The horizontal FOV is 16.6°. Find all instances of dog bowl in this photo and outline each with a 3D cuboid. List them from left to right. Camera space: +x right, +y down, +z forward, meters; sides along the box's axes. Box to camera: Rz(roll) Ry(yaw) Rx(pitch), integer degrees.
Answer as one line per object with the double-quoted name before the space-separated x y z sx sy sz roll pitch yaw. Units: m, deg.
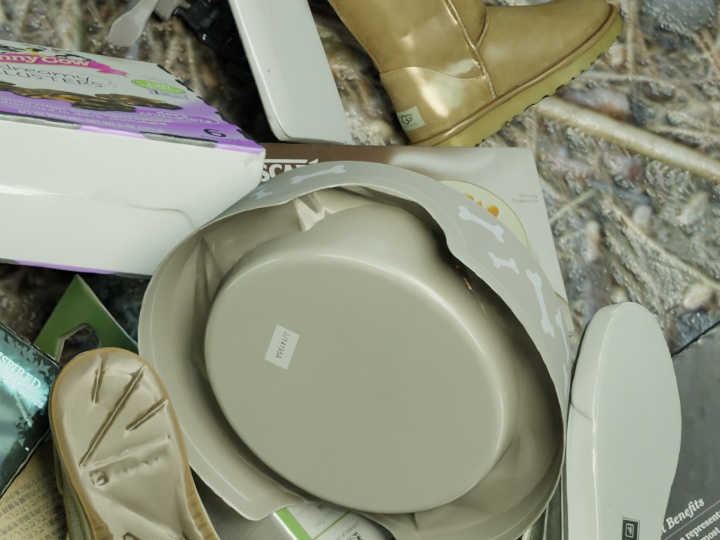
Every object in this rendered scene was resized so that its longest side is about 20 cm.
"dog bowl" 0.003 0.040 1.098 0.200 0.200 0.059 36 40 -3

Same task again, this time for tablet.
"tablet" -0.054 -0.163 1.331 0.130 0.014 0.201 -2 74 -74

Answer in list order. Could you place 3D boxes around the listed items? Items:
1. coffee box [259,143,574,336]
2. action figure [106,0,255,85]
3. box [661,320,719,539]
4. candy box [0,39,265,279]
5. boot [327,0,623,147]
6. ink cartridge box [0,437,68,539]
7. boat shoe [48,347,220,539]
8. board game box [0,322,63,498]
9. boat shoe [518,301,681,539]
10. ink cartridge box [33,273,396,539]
"coffee box" 0.000 0.000 1.308 0.199 0.080 0.115 1 63 -24
"action figure" -0.099 -0.186 1.337 0.200 0.105 0.194 43 27 -4
"box" 0.205 0.136 1.243 0.124 0.200 0.197 -35 80 8
"candy box" -0.157 -0.060 1.201 0.167 0.200 0.072 6 104 -21
"boot" 0.048 -0.181 1.392 0.175 0.066 0.201 -38 106 -34
"ink cartridge box" -0.151 0.181 1.146 0.200 0.075 0.165 -30 80 -34
"boat shoe" -0.096 0.133 1.108 0.072 0.065 0.201 -16 91 -13
"board game box" -0.242 0.045 1.110 0.200 0.028 0.136 36 60 -3
"boat shoe" 0.099 0.112 1.127 0.071 0.063 0.201 26 66 -44
"ink cartridge box" -0.072 0.087 1.214 0.059 0.104 0.200 -36 82 -35
